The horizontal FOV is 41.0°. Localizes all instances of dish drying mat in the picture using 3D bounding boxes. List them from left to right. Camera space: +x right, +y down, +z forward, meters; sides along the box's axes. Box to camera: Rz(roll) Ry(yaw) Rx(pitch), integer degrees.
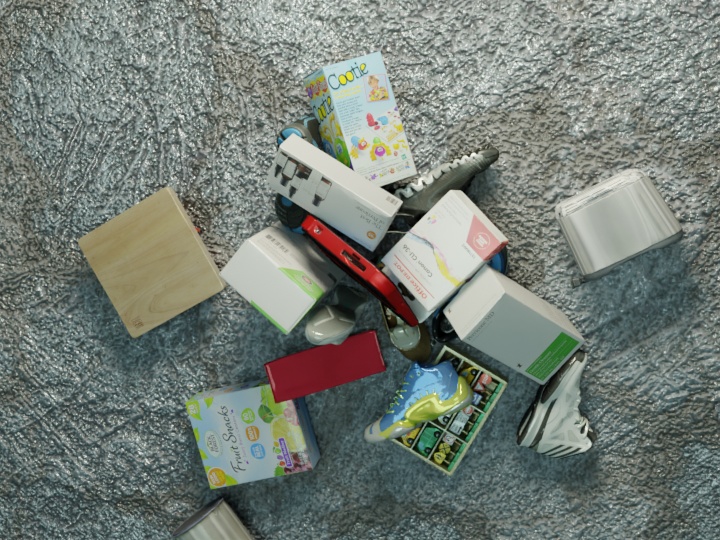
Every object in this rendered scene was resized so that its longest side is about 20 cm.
[{"bbox_3d":[-0.060,0.165,1.649,0.200,0.018,0.077,-17,96,-8],"label":"dish drying mat"}]

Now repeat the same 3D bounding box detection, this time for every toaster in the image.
[{"bbox_3d":[0.389,-0.071,1.493,0.200,0.114,0.129,-27,90,18],"label":"toaster"}]

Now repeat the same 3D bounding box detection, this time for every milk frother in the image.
[{"bbox_3d":[-0.274,0.544,1.715,0.180,0.200,0.188,-36,91,20],"label":"milk frother"}]

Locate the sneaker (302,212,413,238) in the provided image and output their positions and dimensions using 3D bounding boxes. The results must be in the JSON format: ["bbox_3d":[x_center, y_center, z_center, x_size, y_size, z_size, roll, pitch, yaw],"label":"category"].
[{"bbox_3d":[-0.013,-0.080,1.593,0.200,0.104,0.060,5,96,51],"label":"sneaker"}]

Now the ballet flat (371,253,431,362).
[{"bbox_3d":[0.063,0.070,1.611,0.068,0.072,0.200,-16,98,15],"label":"ballet flat"}]

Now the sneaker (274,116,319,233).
[{"bbox_3d":[-0.091,-0.153,1.559,0.073,0.082,0.200,17,126,15],"label":"sneaker"}]

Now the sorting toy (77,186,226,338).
[{"bbox_3d":[-0.355,-0.017,1.686,0.200,0.070,0.199,-28,94,16],"label":"sorting toy"}]

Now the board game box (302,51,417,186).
[{"bbox_3d":[-0.002,-0.230,1.531,0.105,0.103,0.200,-20,98,-20],"label":"board game box"}]

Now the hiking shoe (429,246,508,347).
[{"bbox_3d":[0.181,0.039,1.571,0.074,0.087,0.200,29,106,5],"label":"hiking shoe"}]

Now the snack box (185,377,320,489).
[{"bbox_3d":[-0.190,0.285,1.711,0.200,0.068,0.169,-14,96,15],"label":"snack box"}]

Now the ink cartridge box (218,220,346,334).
[{"bbox_3d":[-0.121,0.004,1.572,0.145,0.200,0.084,41,109,2],"label":"ink cartridge box"}]

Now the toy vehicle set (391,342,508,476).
[{"bbox_3d":[0.151,0.238,1.649,0.124,0.027,0.200,29,106,5],"label":"toy vehicle set"}]

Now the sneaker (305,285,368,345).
[{"bbox_3d":[-0.041,0.092,1.574,0.070,0.200,0.080,25,111,11],"label":"sneaker"}]

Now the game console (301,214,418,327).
[{"bbox_3d":[0.000,0.000,1.507,0.031,0.177,0.200,-48,60,-3],"label":"game console"}]

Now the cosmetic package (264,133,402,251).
[{"bbox_3d":[-0.043,-0.118,1.471,0.200,0.051,0.083,32,134,4],"label":"cosmetic package"}]

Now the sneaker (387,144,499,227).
[{"bbox_3d":[0.144,-0.132,1.559,0.200,0.066,0.091,-26,98,20],"label":"sneaker"}]

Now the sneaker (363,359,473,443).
[{"bbox_3d":[0.085,0.213,1.615,0.200,0.076,0.105,-25,83,9],"label":"sneaker"}]

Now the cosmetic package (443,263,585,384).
[{"bbox_3d":[0.243,0.087,1.520,0.200,0.085,0.108,27,111,-33],"label":"cosmetic package"}]

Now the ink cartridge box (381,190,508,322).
[{"bbox_3d":[0.118,-0.017,1.514,0.116,0.067,0.200,47,108,10],"label":"ink cartridge box"}]

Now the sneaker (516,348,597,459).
[{"bbox_3d":[0.350,0.225,1.589,0.115,0.076,0.201,24,113,-2],"label":"sneaker"}]
